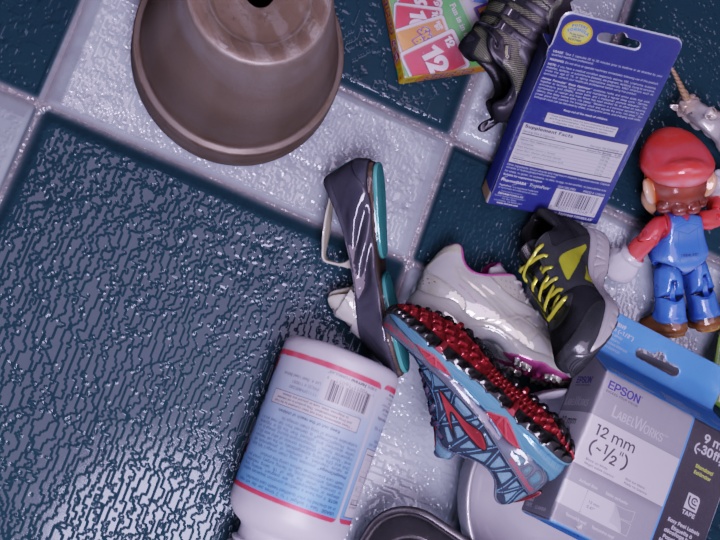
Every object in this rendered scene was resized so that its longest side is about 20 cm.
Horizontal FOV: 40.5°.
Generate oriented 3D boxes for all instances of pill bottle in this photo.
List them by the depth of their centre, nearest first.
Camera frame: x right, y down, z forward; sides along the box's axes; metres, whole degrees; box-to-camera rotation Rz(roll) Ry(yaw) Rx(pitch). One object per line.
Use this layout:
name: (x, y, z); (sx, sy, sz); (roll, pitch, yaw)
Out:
pill bottle: (-0.047, 0.167, 0.841); (0.107, 0.109, 0.203); (22, 80, -10)

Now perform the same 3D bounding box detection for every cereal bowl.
cereal bowl: (0.177, 0.209, 0.904); (0.197, 0.083, 0.204); (1, 85, -14)

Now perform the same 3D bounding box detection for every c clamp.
c clamp: (0.050, 0.297, 0.853); (0.198, 0.027, 0.173); (27, 100, 7)

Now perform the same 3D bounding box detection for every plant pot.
plant pot: (-0.096, -0.207, 0.833); (0.197, 0.173, 0.204); (2, 83, -14)

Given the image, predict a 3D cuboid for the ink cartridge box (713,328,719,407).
ink cartridge box: (0.444, 0.069, 0.911); (0.075, 0.199, 0.150); (26, 72, -36)

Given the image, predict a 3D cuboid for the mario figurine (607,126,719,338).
mario figurine: (0.310, -0.041, 0.978); (0.123, 0.105, 0.204); (-12, 99, -50)

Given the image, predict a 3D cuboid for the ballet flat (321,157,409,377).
ballet flat: (0.000, 0.000, 0.895); (0.072, 0.073, 0.203); (-9, 93, -14)

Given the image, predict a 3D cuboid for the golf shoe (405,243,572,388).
golf shoe: (0.142, 0.046, 0.918); (0.198, 0.075, 0.093); (27, 76, -11)

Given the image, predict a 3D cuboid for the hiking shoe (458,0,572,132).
hiking shoe: (0.142, -0.233, 0.910); (0.099, 0.076, 0.203); (-12, 101, -17)

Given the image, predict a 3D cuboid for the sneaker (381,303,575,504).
sneaker: (0.080, 0.114, 0.822); (0.200, 0.079, 0.096); (45, 111, 17)

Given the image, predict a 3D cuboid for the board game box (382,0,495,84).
board game box: (0.123, -0.247, 0.965); (0.197, 0.030, 0.097); (-11, 88, -17)

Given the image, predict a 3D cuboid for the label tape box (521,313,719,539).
label tape box: (0.247, 0.150, 0.852); (0.142, 0.066, 0.202); (27, 80, -10)

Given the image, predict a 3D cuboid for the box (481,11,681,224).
box: (0.202, -0.141, 0.905); (0.119, 0.202, 0.033); (10, 38, -12)

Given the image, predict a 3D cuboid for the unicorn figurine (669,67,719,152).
unicorn figurine: (0.407, -0.139, 0.995); (0.198, 0.074, 0.138); (-10, 49, -34)

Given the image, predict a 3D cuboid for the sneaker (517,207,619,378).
sneaker: (0.178, 0.017, 0.890); (0.084, 0.201, 0.075); (28, 124, -9)
